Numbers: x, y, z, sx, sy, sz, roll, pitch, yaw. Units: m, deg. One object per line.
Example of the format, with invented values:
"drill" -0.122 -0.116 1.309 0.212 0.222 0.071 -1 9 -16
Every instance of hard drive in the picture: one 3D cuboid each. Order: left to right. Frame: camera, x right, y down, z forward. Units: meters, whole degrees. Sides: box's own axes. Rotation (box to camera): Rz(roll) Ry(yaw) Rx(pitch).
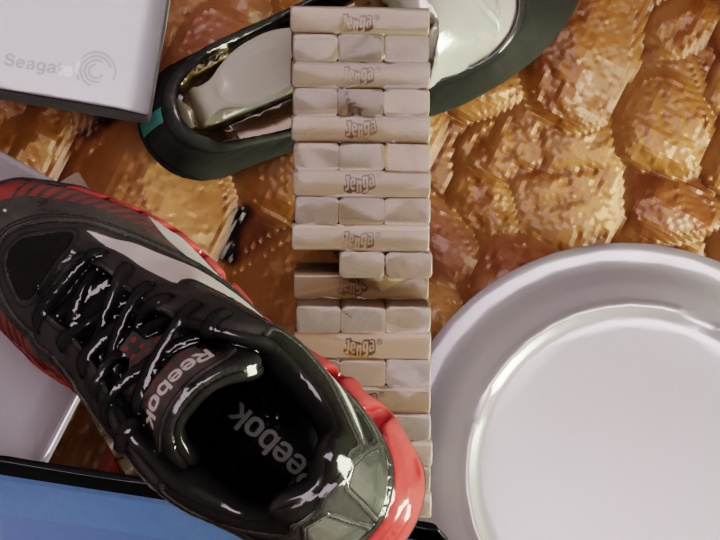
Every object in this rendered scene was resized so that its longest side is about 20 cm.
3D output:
"hard drive" -0.132 -0.168 0.913 0.131 0.026 0.201 9 83 -4

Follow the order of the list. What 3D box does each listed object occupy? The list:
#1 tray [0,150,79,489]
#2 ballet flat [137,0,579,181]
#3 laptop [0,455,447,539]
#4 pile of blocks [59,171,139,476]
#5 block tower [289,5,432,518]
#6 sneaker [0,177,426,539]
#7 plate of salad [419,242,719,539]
"tray" -0.173 -0.003 0.901 0.199 0.022 0.108 27 86 26
"ballet flat" 0.005 -0.089 0.938 0.199 0.068 0.068 -26 85 -7
"laptop" -0.070 0.179 0.879 0.176 0.103 0.201 9 88 -2
"pile of blocks" -0.085 0.064 0.909 0.062 0.082 0.201 -31 88 -7
"block tower" 0.000 0.000 0.884 0.054 0.058 0.201 0 97 -2
"sneaker" -0.067 0.029 0.796 0.200 0.098 0.071 38 90 15
"plate of salad" 0.110 0.088 0.940 0.199 0.048 0.201 1 74 -3
